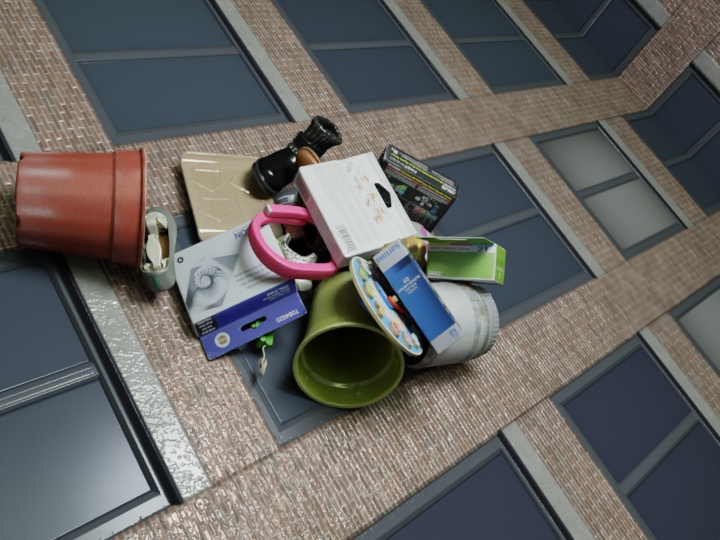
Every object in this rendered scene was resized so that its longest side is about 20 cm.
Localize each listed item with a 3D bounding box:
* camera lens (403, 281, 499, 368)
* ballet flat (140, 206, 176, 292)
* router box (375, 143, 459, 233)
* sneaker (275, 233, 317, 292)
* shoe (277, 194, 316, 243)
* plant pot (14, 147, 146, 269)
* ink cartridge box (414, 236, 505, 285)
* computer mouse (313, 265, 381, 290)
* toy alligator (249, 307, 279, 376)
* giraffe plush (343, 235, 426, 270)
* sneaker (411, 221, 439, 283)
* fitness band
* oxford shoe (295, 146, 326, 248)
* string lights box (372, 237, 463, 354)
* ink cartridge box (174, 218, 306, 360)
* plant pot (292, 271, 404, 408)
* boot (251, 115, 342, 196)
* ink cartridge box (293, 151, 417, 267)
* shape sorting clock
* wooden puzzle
[{"bbox_3d":[0.160,0.107,1.407,0.195,0.161,0.163,-2,56,-35],"label":"camera lens"},{"bbox_3d":[-0.357,-0.055,1.228,0.065,0.065,0.203,-14,52,-5],"label":"ballet flat"},{"bbox_3d":[0.107,-0.178,1.609,0.196,0.151,0.063,26,43,-13],"label":"router box"},{"bbox_3d":[-0.165,-0.034,1.326,0.196,0.077,0.091,26,87,2],"label":"sneaker"},{"bbox_3d":[-0.096,-0.107,1.480,0.198,0.070,0.094,-5,84,-54],"label":"shoe"},{"bbox_3d":[-0.459,-0.108,1.154,0.190,0.203,0.205,2,53,-21],"label":"plant pot"},{"bbox_3d":[0.197,-0.019,1.392,0.199,0.144,0.078,12,82,-67],"label":"ink cartridge box"},{"bbox_3d":[0.000,0.000,1.336,0.035,0.195,0.059,-97,163,-45],"label":"computer mouse"},{"bbox_3d":[-0.177,0.096,1.260,0.053,0.060,0.203,24,46,-14],"label":"toy alligator"},{"bbox_3d":[0.021,-0.031,1.456,0.199,0.174,0.163,-38,66,-11],"label":"giraffe plush"},{"bbox_3d":[0.139,-0.037,1.567,0.086,0.082,0.204,-2,59,-34],"label":"sneaker"},{"bbox_3d":[-0.112,-0.051,1.267,0.196,0.037,0.146,1,54,-44],"label":"fitness band"},{"bbox_3d":[-0.098,-0.144,1.382,0.070,0.070,0.206,-14,90,-48],"label":"oxford shoe"},{"bbox_3d":[0.102,0.042,1.245,0.202,0.058,0.103,56,6,0],"label":"string lights box"},{"bbox_3d":[-0.219,0.025,1.240,0.195,0.041,0.203,-25,68,-12],"label":"ink cartridge box"},{"bbox_3d":[-0.025,0.110,1.277,0.196,0.203,0.187,19,34,-19],"label":"plant pot"},{"bbox_3d":[-0.130,-0.244,1.458,0.080,0.156,0.212,53,25,-9],"label":"boot"},{"bbox_3d":[-0.010,-0.120,1.332,0.173,0.045,0.203,-16,69,-32],"label":"ink cartridge box"},{"bbox_3d":[0.047,0.059,1.207,0.201,0.039,0.201,50,11,-13],"label":"shape sorting clock"},{"bbox_3d":[-0.262,-0.140,1.409,0.181,0.046,0.205,-1,61,-34],"label":"wooden puzzle"}]
